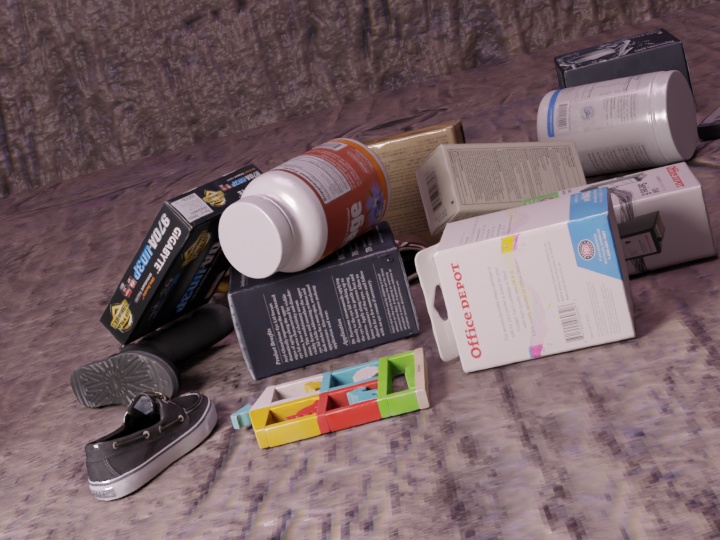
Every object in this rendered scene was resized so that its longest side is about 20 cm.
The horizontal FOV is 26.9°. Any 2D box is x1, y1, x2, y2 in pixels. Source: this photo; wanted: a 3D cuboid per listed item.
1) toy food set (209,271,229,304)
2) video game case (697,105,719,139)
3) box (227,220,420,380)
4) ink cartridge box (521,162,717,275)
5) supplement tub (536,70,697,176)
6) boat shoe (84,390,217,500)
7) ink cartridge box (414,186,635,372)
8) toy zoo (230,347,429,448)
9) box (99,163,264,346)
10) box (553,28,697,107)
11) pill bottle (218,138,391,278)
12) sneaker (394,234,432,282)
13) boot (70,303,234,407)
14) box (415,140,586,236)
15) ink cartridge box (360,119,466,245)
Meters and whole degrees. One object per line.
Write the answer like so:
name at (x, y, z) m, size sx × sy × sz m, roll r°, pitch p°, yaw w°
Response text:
toy food set at (-0.149, 0.026, 1.929) m, size 0.198 × 0.061 × 0.144 m, roll -17°, pitch -7°, yaw -9°
video game case at (0.614, -0.243, 2.229) m, size 0.179 × 0.026 × 0.200 m, roll -7°, pitch 16°, yaw 32°
box at (-0.044, 0.031, 1.701) m, size 0.198 × 0.105 × 0.148 m, roll -16°, pitch 14°, yaw 1°
ink cartridge box at (0.287, -0.049, 1.691) m, size 0.198 × 0.085 × 0.146 m, roll -14°, pitch 13°, yaw 8°
supplement tub at (0.362, -0.205, 2.132) m, size 0.198 × 0.133 × 0.132 m, roll -6°, pitch 16°, yaw 31°
boat shoe at (-0.208, 0.153, 1.476) m, size 0.069 × 0.067 × 0.200 m, roll -7°, pitch 16°, yaw 31°
ink cartridge box at (0.164, 0.009, 1.502) m, size 0.198 × 0.130 × 0.125 m, roll -12°, pitch 13°, yaw 13°
toy zoo at (-0.030, 0.128, 1.478) m, size 0.198 × 0.021 × 0.131 m, roll -15°, pitch 14°, yaw 5°
box at (-0.194, -0.018, 1.691) m, size 0.159 × 0.046 × 0.201 m, roll -30°, pitch -21°, yaw -52°
box at (0.436, -0.312, 2.503) m, size 0.198 × 0.125 × 0.197 m, roll -14°, pitch 15°, yaw 6°
pill bottle at (-0.062, -0.065, 1.643) m, size 0.111 × 0.113 × 0.200 m, roll -5°, pitch 18°, yaw 38°
sneaker at (0.000, 0.000, 1.850) m, size 0.198 × 0.071 × 0.075 m, roll -19°, pitch 15°, yaw -14°
boot at (-0.212, 0.096, 1.738) m, size 0.164 × 0.066 × 0.199 m, roll -2°, pitch 14°, yaw 39°
box at (0.179, -0.103, 1.867) m, size 0.198 × 0.096 × 0.078 m, roll -2°, pitch -21°, yaw -27°
ink cartridge box at (0.052, -0.094, 1.963) m, size 0.198 × 0.166 × 0.075 m, roll -11°, pitch 11°, yaw 16°
